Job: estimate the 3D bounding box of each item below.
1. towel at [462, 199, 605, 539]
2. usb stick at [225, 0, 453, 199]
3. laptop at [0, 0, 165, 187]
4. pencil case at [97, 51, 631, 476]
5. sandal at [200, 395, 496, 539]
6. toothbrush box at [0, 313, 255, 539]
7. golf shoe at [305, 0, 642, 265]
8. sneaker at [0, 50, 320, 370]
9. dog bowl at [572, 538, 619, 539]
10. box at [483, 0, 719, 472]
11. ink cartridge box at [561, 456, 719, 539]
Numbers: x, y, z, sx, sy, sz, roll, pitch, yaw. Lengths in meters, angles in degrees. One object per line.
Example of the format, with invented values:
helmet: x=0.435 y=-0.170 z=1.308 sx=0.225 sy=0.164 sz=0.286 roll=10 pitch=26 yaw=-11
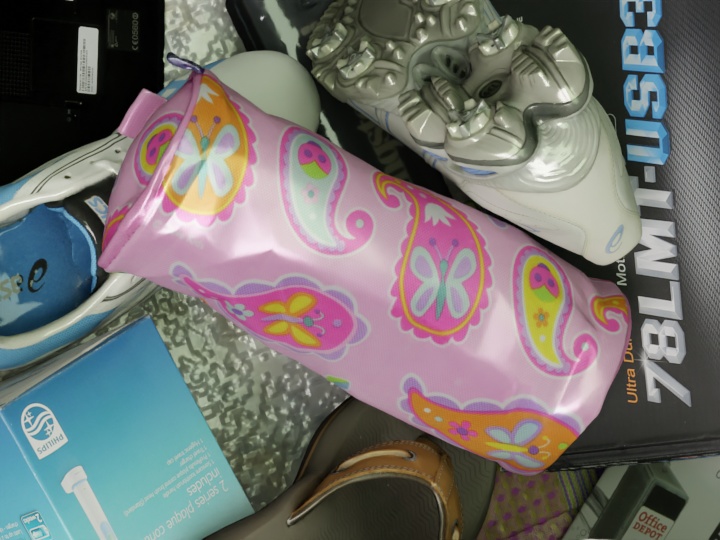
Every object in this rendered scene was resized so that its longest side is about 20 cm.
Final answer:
towel: x=0.080 y=0.034 z=0.949 sx=0.199 sy=0.023 sz=0.145 roll=-22 pitch=92 yaw=-29
usb stick: x=0.006 y=-0.042 z=0.954 sx=0.055 sy=0.033 sz=0.201 roll=-27 pitch=94 yaw=-14
laptop: x=-0.188 y=-0.083 z=0.921 sx=0.199 sy=0.103 sz=0.179 roll=2 pitch=89 yaw=-39
pencil case: x=0.000 y=0.000 z=0.824 sx=0.199 sy=0.087 sz=0.088 roll=27 pitch=83 yaw=-13
sandal: x=0.000 y=0.095 z=0.830 sx=0.200 sy=0.054 sz=0.082 roll=-29 pitch=94 yaw=-50
toothbrush box: x=-0.100 y=0.138 z=0.858 sx=0.085 sy=0.146 sz=0.201 roll=-32 pitch=95 yaw=-44
golf shoe: x=0.043 y=-0.060 z=0.868 sx=0.078 sy=0.200 sz=0.097 roll=-38 pitch=121 yaw=2
sneaker: x=-0.088 y=-0.023 z=0.875 sx=0.199 sy=0.072 sz=0.072 roll=-36 pitch=103 yaw=-25
dog bowl: x=0.080 y=0.189 z=0.793 sx=0.198 sy=0.059 sz=0.202 roll=0 pitch=95 yaw=1
box: x=0.137 y=-0.029 z=0.865 sx=0.049 sy=0.197 sz=0.202 roll=8 pitch=77 yaw=-52
ink cartridge box: x=0.144 y=0.151 z=0.898 sx=0.083 sy=0.147 sz=0.201 roll=28 pitch=95 yaw=-42
